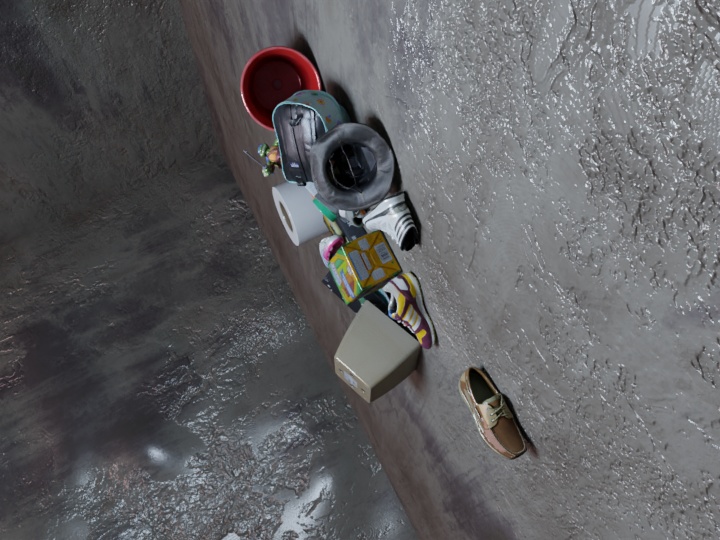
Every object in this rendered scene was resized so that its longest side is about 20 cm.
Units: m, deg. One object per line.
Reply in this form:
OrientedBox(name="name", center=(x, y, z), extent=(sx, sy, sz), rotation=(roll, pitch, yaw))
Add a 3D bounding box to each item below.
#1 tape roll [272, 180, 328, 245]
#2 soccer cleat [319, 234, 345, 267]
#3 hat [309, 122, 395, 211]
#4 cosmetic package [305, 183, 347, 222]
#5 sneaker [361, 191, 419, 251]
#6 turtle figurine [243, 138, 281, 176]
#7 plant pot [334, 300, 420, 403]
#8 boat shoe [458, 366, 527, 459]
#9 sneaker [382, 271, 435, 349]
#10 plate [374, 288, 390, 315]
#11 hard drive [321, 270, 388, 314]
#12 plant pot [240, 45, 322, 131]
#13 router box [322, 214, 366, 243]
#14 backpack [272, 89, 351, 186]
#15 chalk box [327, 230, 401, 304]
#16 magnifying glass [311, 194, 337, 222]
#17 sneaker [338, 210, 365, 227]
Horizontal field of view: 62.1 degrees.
OrientedBox(name="tape roll", center=(-0.182, -0.200, 1.930), extent=(0.205, 0.137, 0.204), rotation=(59, 165, 27))
OrientedBox(name="soccer cleat", center=(-0.091, -0.066, 1.724), extent=(0.087, 0.069, 0.201), rotation=(55, 165, 16))
OrientedBox(name="hat", center=(-0.008, -0.227, 1.280), extent=(0.081, 0.197, 0.204), rotation=(-47, -60, -58))
OrientedBox(name="cosmetic package", center=(-0.106, -0.221, 1.582), extent=(0.151, 0.052, 0.200), rotation=(51, -173, 27))
OrientedBox(name="sneaker", center=(0.066, -0.088, 1.316), extent=(0.117, 0.075, 0.200), rotation=(66, 164, 3))
OrientedBox(name="turtle figurine", center=(-0.216, -0.329, 1.681), extent=(0.190, 0.146, 0.201), rotation=(19, 148, 8))
OrientedBox(name="plant pot", center=(0.033, 0.246, 1.673), extent=(0.199, 0.177, 0.201), rotation=(37, 157, 18))
OrientedBox(name="boat shoe", center=(0.262, 0.283, 1.210), extent=(0.201, 0.075, 0.075), rotation=(55, 160, 34))
OrientedBox(name="sneaker", center=(0.113, 0.108, 1.439), extent=(0.203, 0.089, 0.075), rotation=(70, 165, -15))
OrientedBox(name="plate", center=(0.020, 0.051, 1.729), extent=(0.199, 0.026, 0.201), rotation=(37, 156, 20))
OrientedBox(name="hard drive", center=(-0.016, 0.068, 1.732), extent=(0.200, 0.038, 0.140), rotation=(43, 157, 0))
OrientedBox(name="plant pot", center=(-0.204, -0.460, 1.507), extent=(0.178, 0.197, 0.204), rotation=(-119, 9, -67))
OrientedBox(name="router box", center=(-0.048, -0.123, 1.731), extent=(0.202, 0.051, 0.158), rotation=(59, 165, 26))
OrientedBox(name="backpack", center=(-0.105, -0.311, 1.371), extent=(0.173, 0.154, 0.202), rotation=(13, 138, 34))
OrientedBox(name="chalk box", center=(0.000, 0.000, 1.555), extent=(0.127, 0.122, 0.200), rotation=(62, 157, 9))
OrientedBox(name="magnifying glass", center=(-0.109, -0.182, 1.644), extent=(0.079, 0.022, 0.200), rotation=(42, -172, -25))
OrientedBox(name="sneaker", center=(-0.016, -0.183, 1.499), extent=(0.079, 0.073, 0.201), rotation=(47, 166, 26))
